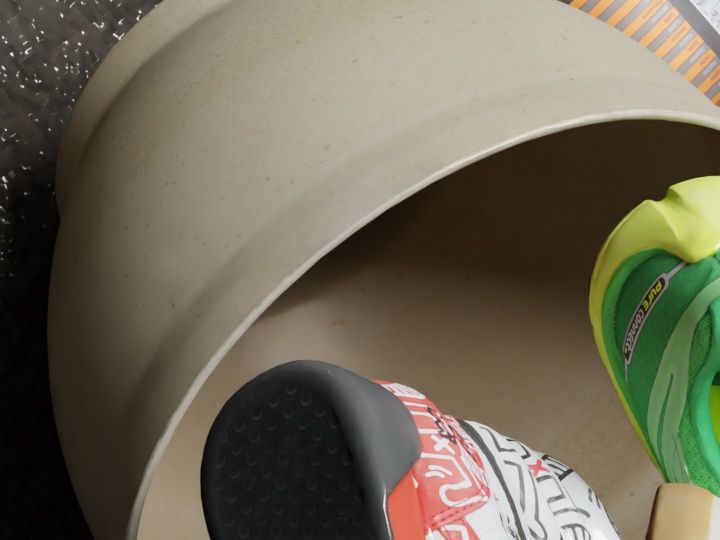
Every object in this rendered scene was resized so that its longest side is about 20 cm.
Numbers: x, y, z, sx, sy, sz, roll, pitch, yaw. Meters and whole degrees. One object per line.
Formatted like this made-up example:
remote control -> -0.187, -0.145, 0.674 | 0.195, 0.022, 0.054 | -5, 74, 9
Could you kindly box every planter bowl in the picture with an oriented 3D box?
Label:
planter bowl -> 0.000, 0.000, 0.786 | 0.200, 0.200, 0.135 | 6, 35, -41

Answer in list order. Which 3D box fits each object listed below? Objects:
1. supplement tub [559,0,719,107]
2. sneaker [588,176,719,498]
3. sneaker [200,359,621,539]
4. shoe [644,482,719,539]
supplement tub -> 0.060, -0.081, 0.921 | 0.200, 0.122, 0.123 | 48, 43, -11
sneaker -> 0.117, 0.073, 0.716 | 0.200, 0.074, 0.084 | 57, 0, -20
sneaker -> 0.032, 0.119, 0.667 | 0.108, 0.067, 0.202 | 21, 46, -49
shoe -> 0.094, 0.115, 0.697 | 0.200, 0.053, 0.070 | 76, 18, -50
